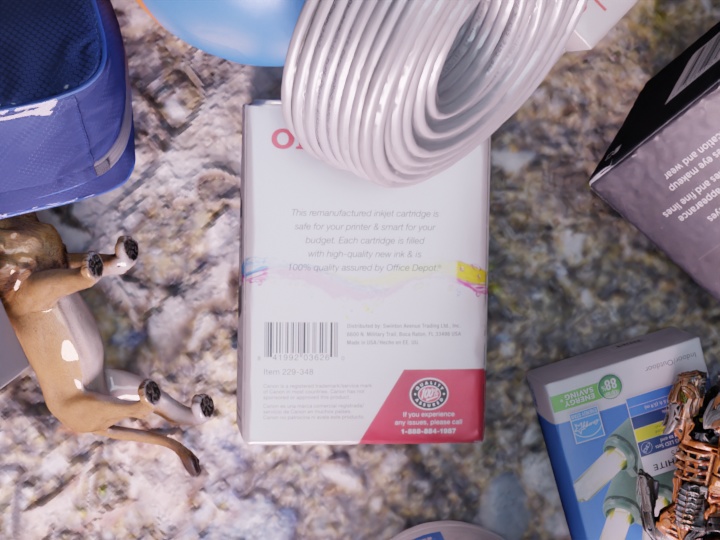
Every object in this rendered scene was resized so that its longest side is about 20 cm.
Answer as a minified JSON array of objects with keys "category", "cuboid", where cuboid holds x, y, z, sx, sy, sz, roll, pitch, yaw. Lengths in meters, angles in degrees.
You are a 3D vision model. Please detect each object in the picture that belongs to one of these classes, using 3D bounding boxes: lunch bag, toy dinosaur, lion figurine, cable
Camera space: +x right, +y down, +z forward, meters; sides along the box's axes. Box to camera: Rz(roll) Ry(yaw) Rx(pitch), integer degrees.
[{"category":"lunch bag","cuboid":[-0.230,-0.099,1.012,0.199,0.132,0.136,-12,62,-2]},{"category":"toy dinosaur","cuboid":[0.237,0.155,1.063,0.135,0.102,0.201,-11,114,7]},{"category":"lion figurine","cuboid":[-0.175,0.041,1.067,0.122,0.072,0.201,-12,105,30]},{"category":"cable","cuboid":[0.045,-0.133,0.936,0.069,0.200,0.200,36,89,21]}]

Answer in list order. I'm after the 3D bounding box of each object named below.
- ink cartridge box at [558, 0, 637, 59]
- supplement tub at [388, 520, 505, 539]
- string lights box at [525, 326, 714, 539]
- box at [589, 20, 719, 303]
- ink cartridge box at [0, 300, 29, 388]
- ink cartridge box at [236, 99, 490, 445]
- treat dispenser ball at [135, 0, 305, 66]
[{"category":"ink cartridge box","cuboid":[0.131,-0.212,1.073,0.116,0.067,0.200,42,90,-8]},{"category":"supplement tub","cuboid":[0.062,0.229,1.041,0.131,0.200,0.133,-1,96,-6]},{"category":"string lights box","cuboid":[0.181,0.147,1.115,0.102,0.059,0.201,-17,97,-6]},{"category":"box","cuboid":[0.276,-0.064,1.026,0.200,0.197,0.118,42,48,-7]},{"category":"ink cartridge box","cuboid":[-0.306,0.071,0.991,0.199,0.146,0.083,-21,98,19]},{"category":"ink cartridge box","cuboid":[0.000,0.000,1.072,0.147,0.086,0.201,1,93,-6]},{"category":"treat dispenser ball","cuboid":[-0.049,-0.214,0.990,0.200,0.201,0.202,0,95,-5]}]
